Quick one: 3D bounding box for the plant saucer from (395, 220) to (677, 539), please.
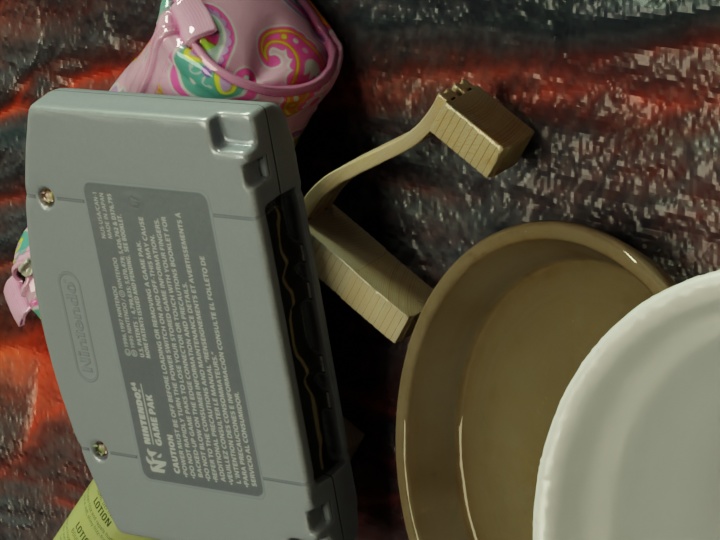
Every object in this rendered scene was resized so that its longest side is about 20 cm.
[{"bbox_3d":[0.085,0.080,1.133,0.200,0.029,0.201,11,104,51],"label":"plant saucer"}]

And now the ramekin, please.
[{"bbox_3d":[0.162,0.093,0.959,0.200,0.097,0.202,8,103,41],"label":"ramekin"}]

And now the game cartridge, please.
[{"bbox_3d":[-0.074,0.021,1.235,0.133,0.040,0.201,5,116,32],"label":"game cartridge"}]

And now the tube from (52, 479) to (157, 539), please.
[{"bbox_3d":[-0.081,0.079,1.332,0.058,0.052,0.200,33,121,-5],"label":"tube"}]

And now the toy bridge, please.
[{"bbox_3d":[0.000,0.000,1.212,0.067,0.027,0.200,40,129,14],"label":"toy bridge"}]

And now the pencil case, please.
[{"bbox_3d":[-0.084,-0.043,1.284,0.200,0.087,0.088,-53,56,41],"label":"pencil case"}]
